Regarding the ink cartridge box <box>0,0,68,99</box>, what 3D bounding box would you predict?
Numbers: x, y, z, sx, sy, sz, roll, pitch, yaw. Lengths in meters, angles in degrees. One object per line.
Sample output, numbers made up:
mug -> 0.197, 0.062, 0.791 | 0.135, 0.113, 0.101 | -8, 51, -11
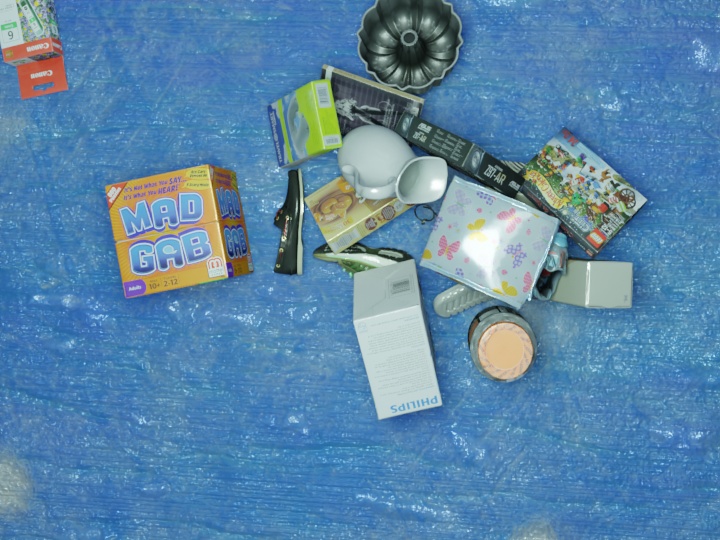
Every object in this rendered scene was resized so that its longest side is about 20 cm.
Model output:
ink cartridge box -> -0.650, -0.452, 1.732 | 0.106, 0.050, 0.205 | -10, 91, 6

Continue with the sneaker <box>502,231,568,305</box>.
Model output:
sneaker -> 0.303, 0.018, 1.568 | 0.077, 0.201, 0.097 | 8, 55, -16

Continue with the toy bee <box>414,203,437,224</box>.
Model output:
toy bee -> 0.201, -0.054, 1.645 | 0.198, 0.110, 0.130 | 35, 56, 24

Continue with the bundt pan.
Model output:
bundt pan -> 0.094, -0.415, 1.630 | 0.196, 0.076, 0.207 | -2, 76, 8

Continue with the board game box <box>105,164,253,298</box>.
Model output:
board game box -> -0.331, -0.072, 1.642 | 0.195, 0.200, 0.205 | -11, 91, 6

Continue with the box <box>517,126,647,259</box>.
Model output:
box -> 0.387, -0.139, 1.557 | 0.136, 0.038, 0.200 | -43, 74, -11

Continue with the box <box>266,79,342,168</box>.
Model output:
box -> -0.110, -0.265, 1.620 | 0.047, 0.198, 0.125 | -12, 91, -33

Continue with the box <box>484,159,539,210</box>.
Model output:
box -> 0.329, -0.149, 1.625 | 0.195, 0.082, 0.070 | 7, 71, 4

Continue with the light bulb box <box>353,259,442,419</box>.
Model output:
light bulb box -> 0.065, 0.121, 1.587 | 0.122, 0.199, 0.204 | -12, 114, 6

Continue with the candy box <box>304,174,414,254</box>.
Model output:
candy box -> 0.005, -0.134, 1.646 | 0.197, 0.056, 0.117 | -31, 58, 1

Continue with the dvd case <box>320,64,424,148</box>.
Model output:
dvd case -> 0.013, -0.294, 1.637 | 0.196, 0.150, 0.016 | 20, 54, 4

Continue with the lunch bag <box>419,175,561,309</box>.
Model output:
lunch bag -> 0.226, -0.045, 1.515 | 0.196, 0.127, 0.173 | 23, 95, 19

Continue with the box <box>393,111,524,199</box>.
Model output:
box -> 0.173, -0.204, 1.553 | 0.199, 0.159, 0.044 | 37, 99, 47

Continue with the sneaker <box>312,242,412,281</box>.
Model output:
sneaker -> 0.000, 0.000, 1.683 | 0.195, 0.077, 0.091 | 11, 111, 10

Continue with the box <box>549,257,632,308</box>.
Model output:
box -> 0.394, 0.019, 1.565 | 0.093, 0.200, 0.080 | 1, 93, -16

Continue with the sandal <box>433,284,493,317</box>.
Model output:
sandal -> 0.226, 0.021, 1.663 | 0.199, 0.083, 0.050 | -22, 48, 0

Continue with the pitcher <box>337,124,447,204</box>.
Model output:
pitcher -> 0.028, -0.176, 1.524 | 0.169, 0.199, 0.124 | -15, 121, -34

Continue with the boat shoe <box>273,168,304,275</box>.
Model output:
boat shoe -> -0.137, -0.093, 1.685 | 0.061, 0.074, 0.207 | 3, 97, -2

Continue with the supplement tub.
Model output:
supplement tub -> 0.256, 0.133, 1.592 | 0.119, 0.200, 0.126 | 0, 94, 6
